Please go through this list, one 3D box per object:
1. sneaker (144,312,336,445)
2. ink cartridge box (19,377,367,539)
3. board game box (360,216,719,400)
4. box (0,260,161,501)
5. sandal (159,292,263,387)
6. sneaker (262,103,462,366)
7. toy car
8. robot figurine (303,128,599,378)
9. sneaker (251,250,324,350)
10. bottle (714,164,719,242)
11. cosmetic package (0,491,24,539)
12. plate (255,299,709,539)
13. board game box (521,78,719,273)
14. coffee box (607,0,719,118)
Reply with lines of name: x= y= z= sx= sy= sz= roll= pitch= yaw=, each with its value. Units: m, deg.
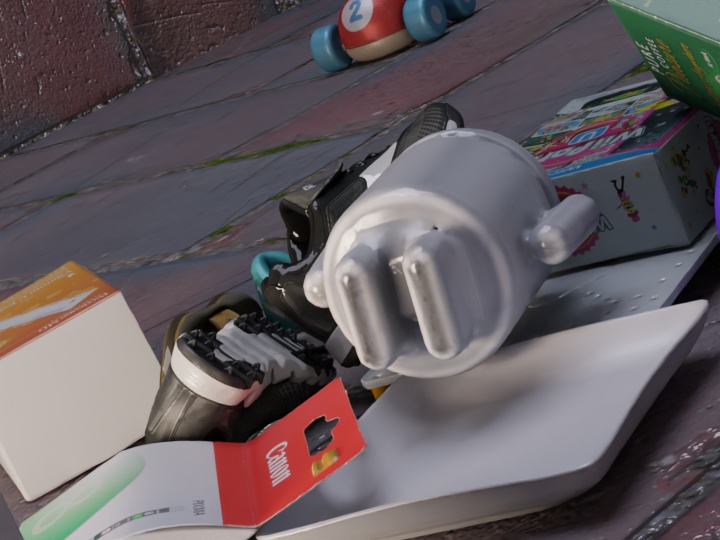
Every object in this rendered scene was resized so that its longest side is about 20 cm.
sneaker: x=-0.079 y=0.080 z=1.288 sx=0.091 sy=0.066 sz=0.200 roll=-58 pitch=-15 yaw=12
ink cartridge box: x=-0.096 y=0.118 z=1.123 sx=0.200 sy=0.050 sz=0.161 roll=-39 pitch=12 yaw=2
board game box: x=0.125 y=0.018 z=1.284 sx=0.200 sy=0.026 sz=0.200 roll=-15 pitch=15 yaw=31
box: x=-0.218 y=0.073 z=1.488 sx=0.124 sy=0.098 sz=0.200 roll=-30 pitch=14 yaw=-13
sandal: x=-0.091 y=0.063 z=1.408 sx=0.054 sy=0.081 sz=0.200 roll=3 pitch=16 yaw=15
sneaker: x=0.000 y=-0.040 z=1.328 sx=0.200 sy=0.090 sz=0.067 roll=-63 pitch=2 yaw=-30
toy car: x=0.016 y=-0.388 z=2.752 sx=0.184 sy=0.201 sz=0.177 roll=-15 pitch=15 yaw=34
robot figurine: x=0.049 y=-0.013 z=1.197 sx=0.169 sy=0.113 sz=0.200 roll=-6 pitch=19 yaw=23
sneaker: x=0.000 y=0.000 z=1.428 sx=0.200 sy=0.080 sz=0.077 roll=-19 pitch=14 yaw=40
bottle: x=0.270 y=-0.034 z=1.107 sx=0.065 sy=0.084 sz=0.200 roll=-7 pitch=4 yaw=-29
cosmetic package: x=-0.218 y=0.185 z=0.805 sx=0.123 sy=0.200 sz=0.200 roll=-12 pitch=17 yaw=40
plate: x=0.070 y=0.086 z=1.089 sx=0.200 sy=0.032 sz=0.200 roll=-16 pitch=15 yaw=31
board game box: x=0.171 y=-0.067 z=1.351 sx=0.147 sy=0.064 sz=0.200 roll=-14 pitch=17 yaw=34
coffee box: x=0.245 y=-0.111 z=1.201 sx=0.200 sy=0.123 sz=0.044 roll=28 pitch=81 yaw=36
